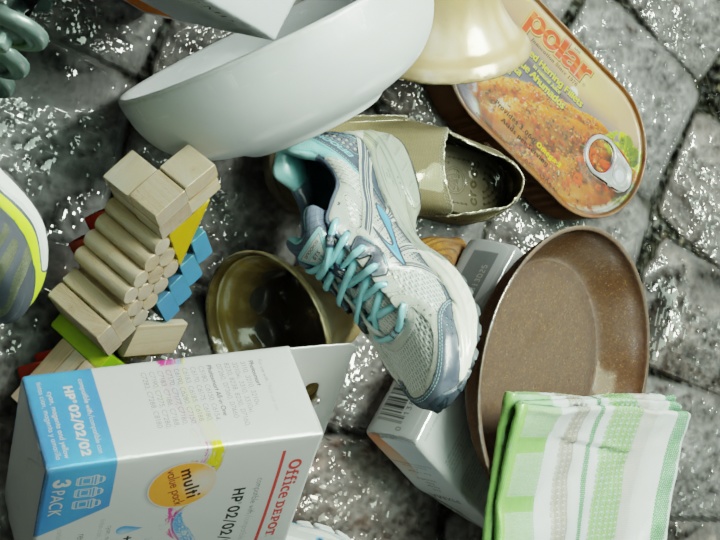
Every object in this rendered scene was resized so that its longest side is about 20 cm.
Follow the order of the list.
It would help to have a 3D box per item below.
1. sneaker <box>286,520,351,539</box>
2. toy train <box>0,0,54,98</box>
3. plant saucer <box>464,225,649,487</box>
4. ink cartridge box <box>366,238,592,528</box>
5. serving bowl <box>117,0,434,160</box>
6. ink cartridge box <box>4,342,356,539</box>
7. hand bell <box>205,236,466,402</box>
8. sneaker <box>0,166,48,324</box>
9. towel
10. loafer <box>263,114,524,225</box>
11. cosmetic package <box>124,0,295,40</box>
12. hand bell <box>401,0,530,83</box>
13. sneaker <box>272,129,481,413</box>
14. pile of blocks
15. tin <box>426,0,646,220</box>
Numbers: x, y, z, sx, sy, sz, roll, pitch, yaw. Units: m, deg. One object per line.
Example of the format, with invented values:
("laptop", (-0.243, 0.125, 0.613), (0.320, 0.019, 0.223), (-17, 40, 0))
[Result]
("sneaker", (-0.062, 0.179, 1.073), (0.200, 0.087, 0.075), (8, 84, -32))
("toy train", (-0.217, -0.155, 0.933), (0.114, 0.200, 0.085), (25, 75, -15))
("plant saucer", (0.128, 0.068, 1.184), (0.200, 0.037, 0.201), (-11, 105, -48))
("ink cartridge box", (0.100, 0.099, 1.223), (0.162, 0.050, 0.200), (-60, 138, -22))
("serving bowl", (-0.040, -0.115, 1.040), (0.200, 0.200, 0.066), (-33, 104, -32))
("ink cartridge box", (-0.096, 0.109, 1.008), (0.200, 0.115, 0.068), (-6, 50, -23))
("hand bell", (0.006, 0.012, 1.145), (0.200, 0.104, 0.104), (-22, 99, -45))
("sneaker", (-0.232, -0.033, 0.942), (0.200, 0.074, 0.081), (70, 37, -46))
("towel", (0.152, 0.156, 1.179), (0.200, 0.031, 0.150), (6, 92, -49))
("loafer", (0.027, -0.070, 1.163), (0.200, 0.067, 0.076), (0, 83, -37))
("cosmetic package", (-0.112, -0.191, 0.993), (0.101, 0.200, 0.071), (28, 88, -29))
("hand bell", (0.053, -0.229, 1.096), (0.104, 0.104, 0.200), (-27, 127, -33))
("sneaker", (0.000, 0.000, 1.038), (0.086, 0.078, 0.200), (5, 47, -38))
("pile of blocks", (-0.142, 0.009, 1.023), (0.082, 0.062, 0.200), (3, 120, -58))
("tin", (0.126, -0.119, 1.253), (0.200, 0.042, 0.112), (42, 68, -24))
